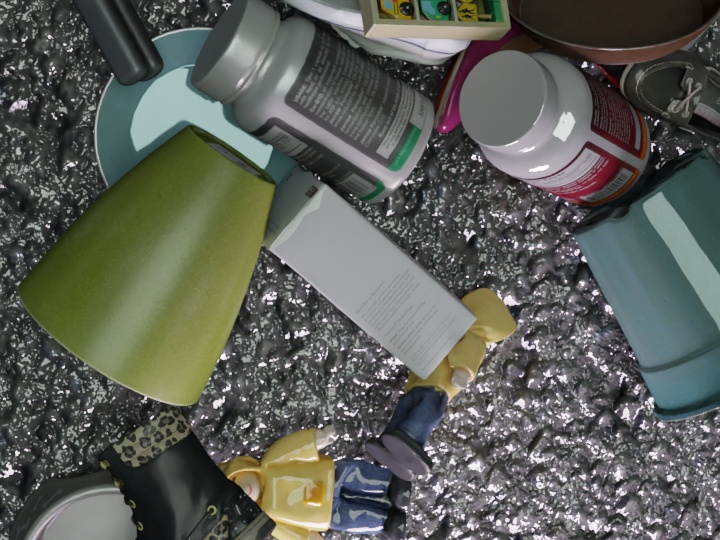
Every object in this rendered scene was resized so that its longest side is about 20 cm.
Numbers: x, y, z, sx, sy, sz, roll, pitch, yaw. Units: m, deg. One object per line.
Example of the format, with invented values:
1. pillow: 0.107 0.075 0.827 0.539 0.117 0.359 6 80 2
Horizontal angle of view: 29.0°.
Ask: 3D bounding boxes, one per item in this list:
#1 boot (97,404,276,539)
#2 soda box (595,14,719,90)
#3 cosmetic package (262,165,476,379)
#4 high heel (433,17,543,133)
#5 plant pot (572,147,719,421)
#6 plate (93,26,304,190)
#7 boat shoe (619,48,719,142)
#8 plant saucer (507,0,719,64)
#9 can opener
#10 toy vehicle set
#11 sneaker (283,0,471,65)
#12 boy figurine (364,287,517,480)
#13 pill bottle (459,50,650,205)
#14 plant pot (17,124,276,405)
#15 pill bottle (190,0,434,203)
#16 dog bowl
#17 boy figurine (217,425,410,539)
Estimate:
1. boot: -0.195 0.231 1.260 0.203 0.073 0.154 -36 89 10
2. soda box: 0.308 -0.262 1.329 0.063 0.070 0.200 43 89 -13
3. cosmetic package: 0.000 0.000 1.282 0.200 0.113 0.081 39 90 -18
4. high heel: 0.139 -0.193 1.284 0.096 0.067 0.201 29 69 -4
5. plant pot: 0.313 0.004 1.315 0.200 0.200 0.197 -33 93 -4
6. plate: -0.148 -0.125 1.296 0.199 0.026 0.201 -1 98 -10
7. boat shoe: 0.325 -0.160 1.306 0.199 0.057 0.067 10 112 -42
8. plant saucer: 0.223 -0.241 1.244 0.199 0.201 0.035 -11 134 -8
9. can opener: -0.253 -0.251 1.245 0.067 0.053 0.201 -27 93 29
10. toy vehicle set: 0.053 -0.293 1.181 0.124 0.027 0.201 -3 75 -19
11. sneaker: 0.000 -0.225 1.220 0.199 0.071 0.073 20 60 -11
12. boy figurine: 0.079 0.103 1.324 0.064 0.124 0.200 41 59 -7
13. pill bottle: 0.174 -0.130 1.254 0.200 0.113 0.113 16 97 -55
14. plant pot: -0.165 -0.018 1.215 0.187 0.187 0.200 33 97 -12
15. pill bottle: -0.042 -0.154 1.240 0.200 0.113 0.113 31 92 -22
16. dog bowl: -0.237 0.281 1.320 0.199 0.059 0.201 -1 97 -9
17. boy figurine: -0.054 0.207 1.331 0.199 0.064 0.125 10 99 -13
